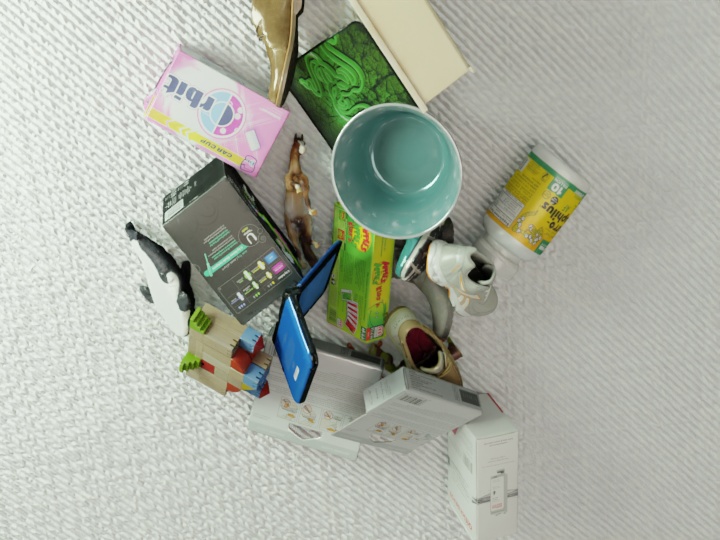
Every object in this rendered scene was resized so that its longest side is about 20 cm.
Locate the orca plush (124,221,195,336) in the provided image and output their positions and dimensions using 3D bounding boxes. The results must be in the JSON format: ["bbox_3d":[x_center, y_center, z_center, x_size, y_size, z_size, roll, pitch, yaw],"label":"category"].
[{"bbox_3d":[-0.304,0.003,1.713,0.104,0.071,0.202,-16,113,47],"label":"orca plush"}]

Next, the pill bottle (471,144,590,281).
[{"bbox_3d":[0.265,-0.088,1.724,0.112,0.113,0.201,33,102,-18],"label":"pill bottle"}]

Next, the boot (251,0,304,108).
[{"bbox_3d":[-0.125,-0.341,1.587,0.074,0.074,0.205,6,90,-2],"label":"boot"}]

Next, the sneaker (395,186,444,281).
[{"bbox_3d":[0.091,-0.079,1.699,0.078,0.078,0.203,14,77,18],"label":"sneaker"}]

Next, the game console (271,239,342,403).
[{"bbox_3d":[-0.064,0.081,1.644,0.116,0.201,0.173,-16,70,-16],"label":"game console"}]

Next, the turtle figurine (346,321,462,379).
[{"bbox_3d":[0.082,0.159,1.814,0.161,0.065,0.200,-39,111,7],"label":"turtle figurine"}]

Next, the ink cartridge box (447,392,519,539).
[{"bbox_3d":[0.207,0.335,1.853,0.081,0.147,0.204,-8,112,-14],"label":"ink cartridge box"}]

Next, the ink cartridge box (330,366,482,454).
[{"bbox_3d":[0.073,0.231,1.756,0.172,0.044,0.198,-33,143,32],"label":"ink cartridge box"}]

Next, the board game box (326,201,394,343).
[{"bbox_3d":[0.000,0.000,1.719,0.047,0.101,0.204,-13,117,-40],"label":"board game box"}]

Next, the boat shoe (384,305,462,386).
[{"bbox_3d":[0.108,0.144,1.741,0.074,0.066,0.200,-43,122,-1],"label":"boat shoe"}]

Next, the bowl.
[{"bbox_3d":[0.062,-0.161,1.614,0.197,0.105,0.205,5,113,13],"label":"bowl"}]

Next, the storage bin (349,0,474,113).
[{"bbox_3d":[0.057,-0.356,1.547,0.093,0.199,0.201,-34,111,7],"label":"storage bin"}]

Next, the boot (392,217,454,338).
[{"bbox_3d":[0.086,0.010,1.755,0.128,0.068,0.205,-2,94,-4],"label":"boot"}]

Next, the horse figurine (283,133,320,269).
[{"bbox_3d":[-0.091,-0.091,1.676,0.049,0.133,0.203,-11,125,-10],"label":"horse figurine"}]

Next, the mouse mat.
[{"bbox_3d":[-0.010,-0.260,1.647,0.159,0.008,0.201,-27,113,25],"label":"mouse mat"}]

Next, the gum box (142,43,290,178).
[{"bbox_3d":[-0.218,-0.240,1.618,0.198,0.066,0.115,27,103,-17],"label":"gum box"}]

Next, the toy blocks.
[{"bbox_3d":[-0.199,0.139,1.689,0.135,0.101,0.201,27,146,7],"label":"toy blocks"}]

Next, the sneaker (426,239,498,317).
[{"bbox_3d":[0.181,0.020,1.690,0.200,0.091,0.077,39,61,-50],"label":"sneaker"}]

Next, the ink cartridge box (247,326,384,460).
[{"bbox_3d":[-0.075,0.204,1.789,0.196,0.044,0.177,16,112,1],"label":"ink cartridge box"}]

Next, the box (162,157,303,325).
[{"bbox_3d":[-0.195,-0.049,1.649,0.123,0.149,0.201,-36,112,4],"label":"box"}]
